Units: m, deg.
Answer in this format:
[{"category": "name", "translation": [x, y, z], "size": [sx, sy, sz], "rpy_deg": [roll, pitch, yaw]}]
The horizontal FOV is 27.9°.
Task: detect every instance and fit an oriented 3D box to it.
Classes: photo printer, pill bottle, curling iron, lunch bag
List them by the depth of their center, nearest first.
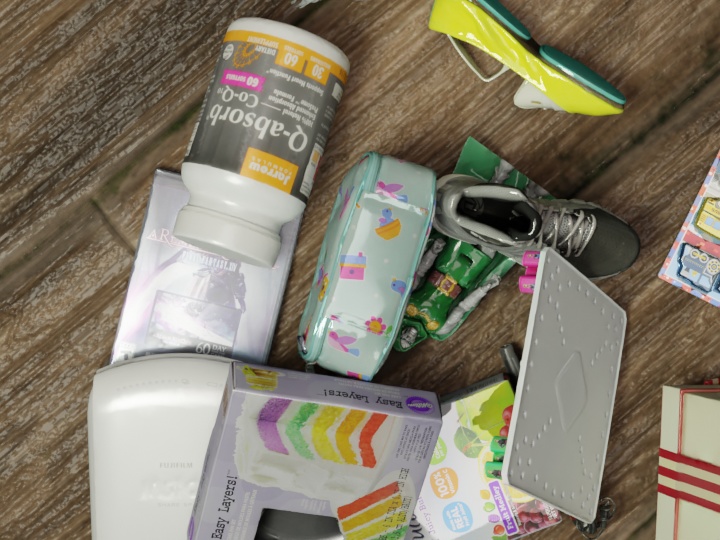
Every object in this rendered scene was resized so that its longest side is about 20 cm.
[{"category": "pill bottle", "translation": [-0.090, -0.111, 1.275], "size": [0.116, 0.116, 0.200], "rpy_deg": [18, 84, -3]}, {"category": "lunch bag", "translation": [0.000, 0.000, 1.278], "size": [0.077, 0.160, 0.200], "rpy_deg": [18, 87, -8]}, {"category": "photo printer", "translation": [-0.162, 0.174, 1.312], "size": [0.166, 0.069, 0.201], "rpy_deg": [0, 101, -2]}, {"category": "curling iron", "translation": [0.181, 0.158, 1.354], "size": [0.050, 0.026, 0.200], "rpy_deg": [-27, 90, 37]}]

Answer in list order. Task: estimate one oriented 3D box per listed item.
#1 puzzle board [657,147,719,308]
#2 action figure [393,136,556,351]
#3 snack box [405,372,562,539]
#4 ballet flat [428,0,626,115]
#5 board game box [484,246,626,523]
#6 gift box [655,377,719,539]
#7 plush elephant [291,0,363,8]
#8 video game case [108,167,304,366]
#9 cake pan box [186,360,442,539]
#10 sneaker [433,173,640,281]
[{"category": "puzzle board", "translation": [0.400, -0.018, 1.360], "size": [0.200, 0.017, 0.151], "rpy_deg": [26, 92, -4]}, {"category": "action figure", "translation": [0.092, -0.007, 1.333], "size": [0.118, 0.055, 0.200], "rpy_deg": [34, 95, -6]}, {"category": "snack box", "translation": [0.068, 0.197, 1.335], "size": [0.200, 0.053, 0.143], "rpy_deg": [-21, 92, 4]}, {"category": "ballet flat", "translation": [0.147, -0.189, 1.324], "size": [0.200, 0.067, 0.067], "rpy_deg": [37, 112, -1]}, {"category": "board game box", "translation": [0.173, 0.104, 1.259], "size": [0.026, 0.200, 0.200], "rpy_deg": [3, 74, 32]}, {"category": "gift box", "translation": [0.380, 0.197, 1.292], "size": [0.200, 0.187, 0.185], "rpy_deg": [7, 91, -22]}, {"category": "plush elephant", "translation": [0.005, -0.325, 1.255], "size": [0.200, 0.165, 0.155], "rpy_deg": [-11, 121, 22]}, {"category": "video game case", "translation": [-0.143, 0.019, 1.341], "size": [0.143, 0.019, 0.200], "rpy_deg": [14, 93, -3]}, {"category": "cake pan box", "translation": [-0.043, 0.181, 1.241], "size": [0.184, 0.052, 0.200], "rpy_deg": [12, 118, -11]}, {"category": "sneaker", "translation": [0.158, -0.032, 1.251], "size": [0.200, 0.115, 0.075], "rpy_deg": [13, 93, -8]}]
